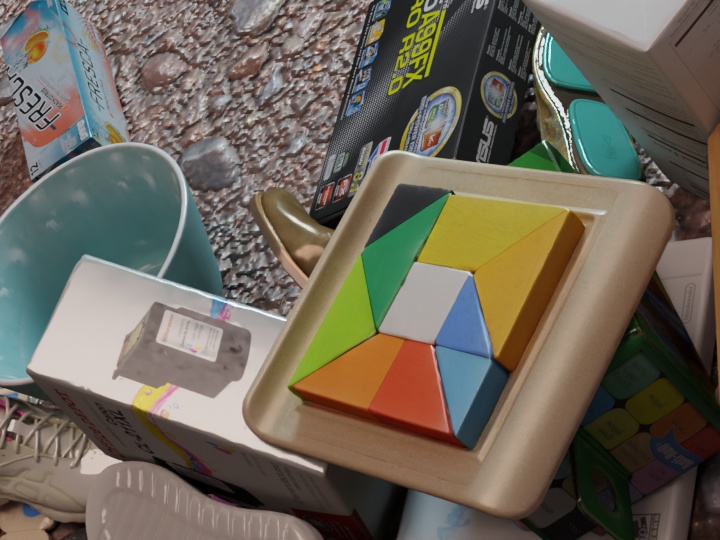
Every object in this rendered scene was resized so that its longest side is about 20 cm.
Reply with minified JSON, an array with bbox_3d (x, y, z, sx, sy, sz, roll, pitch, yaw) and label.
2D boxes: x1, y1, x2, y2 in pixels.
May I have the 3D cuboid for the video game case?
[{"bbox_3d":[0.117,0.079,1.050,0.181,0.024,0.201,-7,56,35],"label":"video game case"}]

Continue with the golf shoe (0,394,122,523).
[{"bbox_3d":[-0.227,0.124,1.232,0.199,0.092,0.076,-2,56,24],"label":"golf shoe"}]

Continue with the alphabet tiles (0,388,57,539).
[{"bbox_3d":[-0.296,0.180,1.304,0.195,0.015,0.201,-11,54,26],"label":"alphabet tiles"}]

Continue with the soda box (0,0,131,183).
[{"bbox_3d":[-0.238,-0.136,1.453,0.063,0.068,0.200,-35,45,13],"label":"soda box"}]

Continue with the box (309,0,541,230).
[{"bbox_3d":[0.048,-0.122,1.203,0.160,0.044,0.201,-21,46,51],"label":"box"}]

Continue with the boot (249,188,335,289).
[{"bbox_3d":[0.000,0.000,1.142,0.076,0.074,0.200,-48,52,8],"label":"boot"}]

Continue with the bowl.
[{"bbox_3d":[-0.175,0.020,1.260,0.200,0.105,0.202,-22,45,23],"label":"bowl"}]

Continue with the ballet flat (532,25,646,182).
[{"bbox_3d":[0.138,-0.092,1.129,0.070,0.071,0.201,-26,38,21],"label":"ballet flat"}]

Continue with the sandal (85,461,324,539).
[{"bbox_3d":[-0.090,0.169,1.070,0.202,0.050,0.083,13,88,42],"label":"sandal"}]

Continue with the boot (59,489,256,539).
[{"bbox_3d":[-0.117,0.194,1.125,0.174,0.069,0.200,-35,51,1],"label":"boot"}]

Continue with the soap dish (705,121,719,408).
[{"bbox_3d":[0.247,0.011,0.909,0.081,0.157,0.201,-30,43,41],"label":"soap dish"}]

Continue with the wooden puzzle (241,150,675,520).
[{"bbox_3d":[0.043,0.021,0.926,0.199,0.037,0.186,13,68,44],"label":"wooden puzzle"}]

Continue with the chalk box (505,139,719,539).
[{"bbox_3d":[0.111,0.056,0.965,0.124,0.125,0.200,-35,45,14],"label":"chalk box"}]

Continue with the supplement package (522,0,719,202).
[{"bbox_3d":[0.199,-0.123,1.002,0.114,0.200,0.109,-51,43,-4],"label":"supplement package"}]

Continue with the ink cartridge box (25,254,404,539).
[{"bbox_3d":[-0.078,0.081,1.068,0.199,0.146,0.083,16,69,21],"label":"ink cartridge box"}]
